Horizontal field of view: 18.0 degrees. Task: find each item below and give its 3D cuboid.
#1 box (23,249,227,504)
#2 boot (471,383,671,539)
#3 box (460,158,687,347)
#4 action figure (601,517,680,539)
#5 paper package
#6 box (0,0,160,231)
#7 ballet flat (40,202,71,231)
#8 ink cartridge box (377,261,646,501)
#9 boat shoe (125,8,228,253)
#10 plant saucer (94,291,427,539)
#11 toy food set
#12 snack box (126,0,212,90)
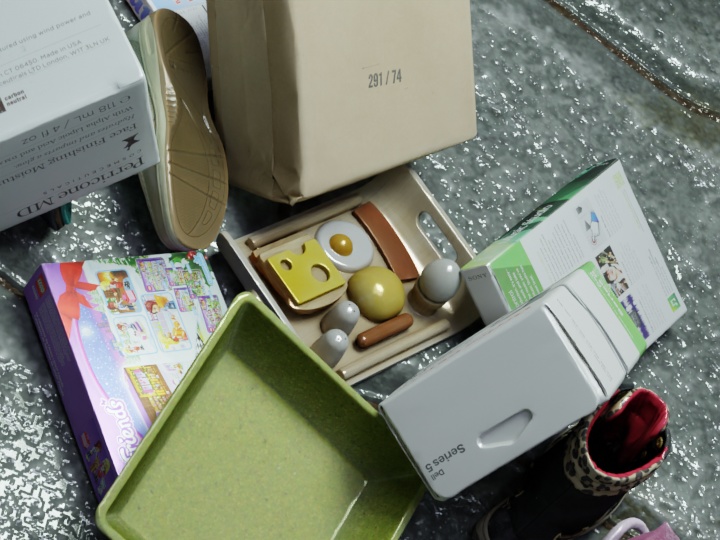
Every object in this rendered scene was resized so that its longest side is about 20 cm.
[{"bbox_3d":[-0.142,0.083,1.601,0.136,0.039,0.201,-5,61,-36],"label":"box"},{"bbox_3d":[0.179,0.137,1.684,0.073,0.151,0.200,50,47,9],"label":"boot"},{"bbox_3d":[0.173,0.017,1.813,0.200,0.036,0.145,-37,106,-45],"label":"box"},{"bbox_3d":[0.144,0.231,1.628,0.199,0.134,0.149,-14,25,-11],"label":"action figure"},{"bbox_3d":[-0.014,-0.171,1.761,0.200,0.191,0.103,-21,26,-40],"label":"paper package"},{"bbox_3d":[-0.268,-0.143,1.573,0.198,0.131,0.200,-24,70,-9],"label":"box"},{"bbox_3d":[-0.241,-0.116,1.676,0.073,0.073,0.201,14,57,-23],"label":"ballet flat"},{"bbox_3d":[0.113,0.076,1.632,0.084,0.145,0.200,57,16,1],"label":"ink cartridge box"},{"bbox_3d":[-0.150,-0.098,1.715,0.072,0.065,0.201,21,52,-50],"label":"boat shoe"},{"bbox_3d":[-0.071,0.153,1.540,0.200,0.048,0.200,44,59,-20],"label":"plant saucer"},{"bbox_3d":[0.000,0.000,1.736,0.200,0.060,0.144,-23,72,-41],"label":"toy food set"},{"bbox_3d":[-0.158,-0.232,1.834,0.072,0.024,0.200,-21,70,-39],"label":"snack box"}]
